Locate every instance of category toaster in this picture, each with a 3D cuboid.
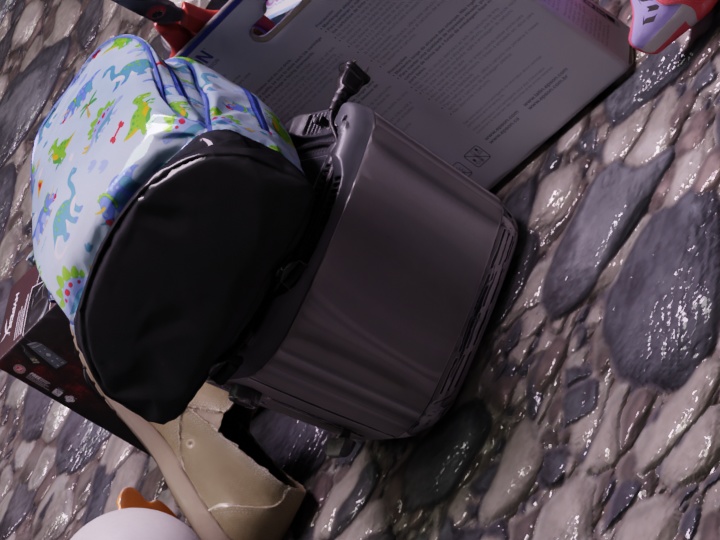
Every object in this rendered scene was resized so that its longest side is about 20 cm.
[{"bbox_3d":[0.000,0.000,1.555,0.113,0.129,0.201,-9,55,60],"label":"toaster"}]

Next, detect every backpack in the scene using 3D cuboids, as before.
[{"bbox_3d":[-0.104,-0.040,1.500,0.164,0.153,0.200,-57,7,21],"label":"backpack"}]

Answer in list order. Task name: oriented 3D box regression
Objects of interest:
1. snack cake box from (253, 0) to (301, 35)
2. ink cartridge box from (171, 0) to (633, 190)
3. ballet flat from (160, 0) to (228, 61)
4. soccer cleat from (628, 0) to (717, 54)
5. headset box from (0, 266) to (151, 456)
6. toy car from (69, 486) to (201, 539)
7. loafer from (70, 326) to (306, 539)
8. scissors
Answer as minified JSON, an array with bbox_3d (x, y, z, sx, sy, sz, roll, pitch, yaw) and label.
[{"bbox_3d":[0.022,-0.178,1.723,0.200,0.115,0.068,-18,59,57],"label":"snack cake box"},{"bbox_3d":[0.016,-0.120,1.576,0.199,0.200,0.041,-40,29,35],"label":"ink cartridge box"},{"bbox_3d":[-0.092,-0.196,1.744,0.201,0.073,0.073,-64,22,16],"label":"ballet flat"},{"bbox_3d":[0.155,-0.194,1.559,0.077,0.066,0.200,-53,27,22],"label":"soccer cleat"},{"bbox_3d":[-0.107,0.015,1.725,0.200,0.148,0.077,-41,28,35],"label":"headset box"},{"bbox_3d":[-0.121,0.209,1.546,0.184,0.177,0.200,-25,22,35],"label":"toy car"},{"bbox_3d":[-0.098,0.080,1.639,0.067,0.200,0.076,-36,-10,9],"label":"loafer"},{"bbox_3d":[-0.101,-0.144,1.539,0.073,0.200,0.014,-25,64,9],"label":"scissors"}]
